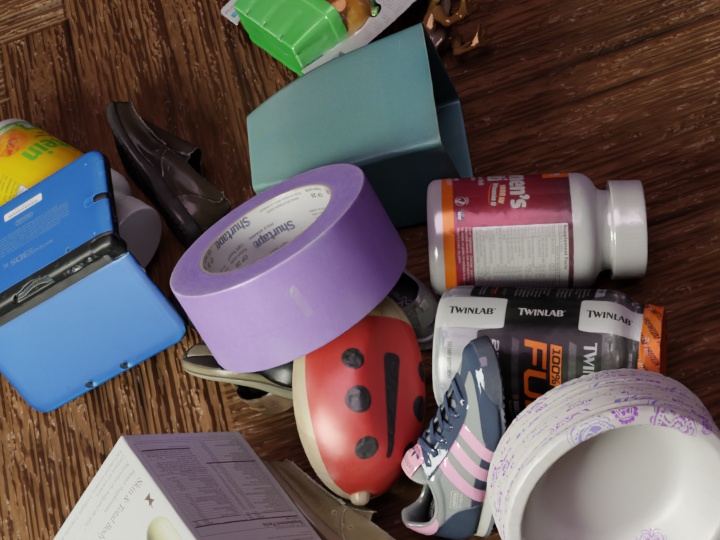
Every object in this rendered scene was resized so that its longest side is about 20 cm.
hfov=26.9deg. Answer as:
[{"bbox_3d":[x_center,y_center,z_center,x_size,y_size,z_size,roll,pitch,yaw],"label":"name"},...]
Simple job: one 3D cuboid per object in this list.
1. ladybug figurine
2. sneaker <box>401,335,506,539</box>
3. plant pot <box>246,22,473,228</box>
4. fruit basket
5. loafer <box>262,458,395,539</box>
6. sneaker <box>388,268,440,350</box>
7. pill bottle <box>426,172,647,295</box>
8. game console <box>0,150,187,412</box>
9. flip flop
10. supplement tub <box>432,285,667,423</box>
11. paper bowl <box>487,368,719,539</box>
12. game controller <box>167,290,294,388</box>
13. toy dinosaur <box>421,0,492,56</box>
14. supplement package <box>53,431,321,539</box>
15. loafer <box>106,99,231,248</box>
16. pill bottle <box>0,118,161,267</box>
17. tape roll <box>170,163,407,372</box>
[{"bbox_3d":[0.007,0.106,1.337,0.072,0.135,0.202,-21,66,49],"label":"ladybug figurine"},{"bbox_3d":[0.078,0.148,1.283,0.081,0.202,0.070,-2,28,-8],"label":"sneaker"},{"bbox_3d":[-0.004,-0.124,1.486,0.198,0.141,0.142,-14,60,14],"label":"plant pot"},{"bbox_3d":[-0.025,-0.299,1.612,0.200,0.094,0.185,-41,55,-16],"label":"fruit basket"},{"bbox_3d":[-0.023,0.236,1.341,0.067,0.077,0.200,-18,44,-36],"label":"loafer"},{"bbox_3d":[0.000,0.000,1.448,0.199,0.082,0.075,24,71,24],"label":"sneaker"},{"bbox_3d":[0.163,-0.035,1.404,0.198,0.110,0.110,-3,62,5],"label":"pill bottle"},{"bbox_3d":[-0.286,0.012,1.473,0.199,0.118,0.172,-28,55,20],"label":"game console"},{"bbox_3d":[-0.076,0.109,1.425,0.198,0.058,0.081,12,25,6],"label":"flip flop"},{"bbox_3d":[0.170,0.077,1.341,0.198,0.123,0.124,1,63,15],"label":"supplement tub"},{"bbox_3d":[0.203,0.170,1.247,0.199,0.202,0.105,-22,32,2],"label":"paper bowl"},{"bbox_3d":[-0.094,0.051,1.438,0.104,0.042,0.199,-30,44,-34],"label":"game controller"},{"bbox_3d":[0.078,-0.242,1.582,0.106,0.060,0.201,-7,54,41],"label":"toy dinosaur"},{"bbox_3d":[-0.136,0.261,1.277,0.200,0.150,0.152,48,114,30],"label":"supplement package"},{"bbox_3d":[-0.199,-0.107,1.571,0.071,0.073,0.200,-30,64,-14],"label":"loafer"},{"bbox_3d":[-0.304,-0.069,1.546,0.199,0.111,0.111,28,73,25],"label":"pill bottle"},{"bbox_3d":[-0.064,-0.004,1.334,0.199,0.085,0.200,-27,21,11],"label":"tape roll"}]
